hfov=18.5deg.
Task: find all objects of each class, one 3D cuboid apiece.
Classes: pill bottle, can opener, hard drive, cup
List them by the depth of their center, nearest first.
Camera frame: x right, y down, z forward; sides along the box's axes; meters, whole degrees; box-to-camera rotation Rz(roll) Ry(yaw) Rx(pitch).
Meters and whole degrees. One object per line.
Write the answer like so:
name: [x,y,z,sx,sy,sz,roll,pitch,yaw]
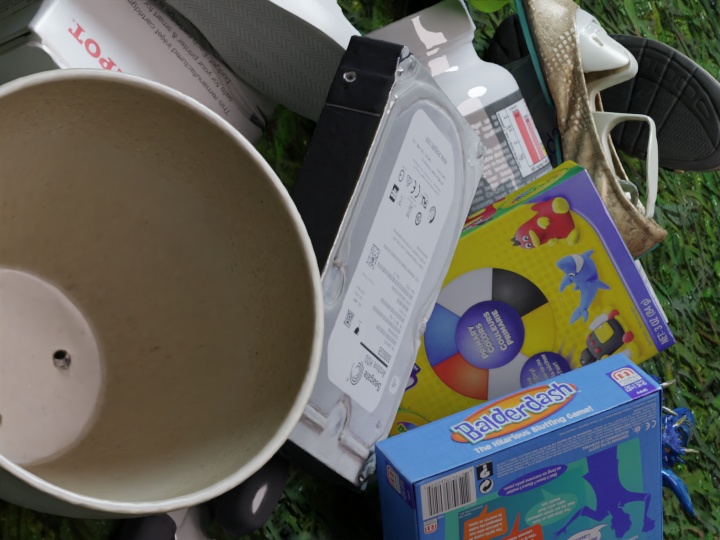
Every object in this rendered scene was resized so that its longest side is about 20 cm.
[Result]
cup: [-0.137,0.026,1.005,0.200,0.143,0.200,11,68,-28]
can opener: [-0.088,0.140,1.094,0.053,0.067,0.200,49,37,-24]
hard drive: [0.000,0.000,1.112,0.200,0.038,0.140,-69,154,-12]
pill bottle: [0.055,-0.053,1.304,0.116,0.116,0.200,-29,98,-51]

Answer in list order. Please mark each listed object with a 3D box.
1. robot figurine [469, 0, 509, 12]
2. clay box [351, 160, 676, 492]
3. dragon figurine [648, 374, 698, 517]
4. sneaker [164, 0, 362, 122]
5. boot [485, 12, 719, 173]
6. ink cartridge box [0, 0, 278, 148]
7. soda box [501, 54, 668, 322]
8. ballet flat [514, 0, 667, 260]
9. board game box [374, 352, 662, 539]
robot figurine: [0.037,-0.227,1.236,0.175,0.116,0.200,49,45,-2]
clay box: [0.060,0.038,1.227,0.115,0.200,0.048,61,-2,-12]
dragon figurine: [0.168,0.114,1.300,0.200,0.099,0.059,40,46,-56]
sneaker: [-0.047,-0.168,1.130,0.200,0.074,0.116,40,50,-33]
boot: [0.195,-0.104,1.455,0.151,0.200,0.073,18,94,-51]
ink cartridge box: [-0.114,-0.124,1.158,0.145,0.084,0.200,48,43,-26]
soda box: [0.117,-0.032,1.409,0.063,0.068,0.200,-38,104,-50]
ballet flat: [0.145,-0.099,1.356,0.071,0.065,0.200,-4,80,-75]
board game box: [0.090,0.158,1.192,0.152,0.045,0.200,-18,123,-21]
